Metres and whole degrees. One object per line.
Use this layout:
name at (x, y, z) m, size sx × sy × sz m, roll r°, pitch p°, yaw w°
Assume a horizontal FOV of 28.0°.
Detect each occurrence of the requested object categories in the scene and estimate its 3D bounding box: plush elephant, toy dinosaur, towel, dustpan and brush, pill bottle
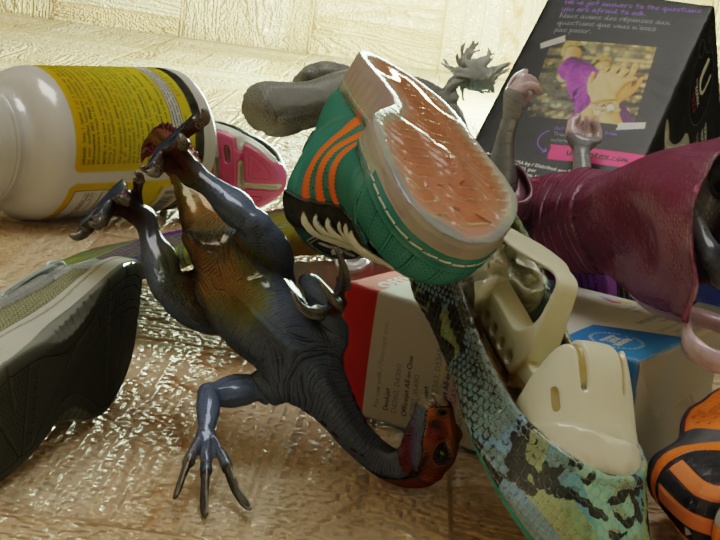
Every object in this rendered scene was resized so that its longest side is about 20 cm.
plush elephant at (0.015, -0.079, 1.087) m, size 0.200 × 0.155 × 0.165 m, roll -34°, pitch 76°, yaw -22°
toy dinosaur at (-0.029, 0.014, 0.636) m, size 0.181 × 0.105 × 0.200 m, roll 44°, pitch 24°, yaw -15°
towel at (-0.096, -0.011, 0.841) m, size 0.199 × 0.023 × 0.144 m, roll -12°, pitch 8°, yaw 12°
dustpan and brush at (0.000, 0.000, 0.842) m, size 0.139 × 0.057 × 0.200 m, roll -5°, pitch 13°, yaw 2°
pill bottle at (-0.214, -0.096, 1.069) m, size 0.112 × 0.113 × 0.200 m, roll 18°, pitch 16°, yaw 39°

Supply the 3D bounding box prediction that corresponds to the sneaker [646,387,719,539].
sneaker at (0.216, 0.083, 0.622) m, size 0.199 × 0.078 × 0.112 m, roll 3°, pitch 15°, yaw -19°

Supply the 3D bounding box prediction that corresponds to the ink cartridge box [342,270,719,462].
ink cartridge box at (0.067, 0.042, 0.735) m, size 0.199 × 0.067 × 0.116 m, roll 15°, pitch 15°, yaw 30°

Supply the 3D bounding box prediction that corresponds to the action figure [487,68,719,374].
action figure at (0.118, -0.020, 0.713) m, size 0.200 × 0.150 × 0.134 m, roll -7°, pitch -6°, yaw 39°

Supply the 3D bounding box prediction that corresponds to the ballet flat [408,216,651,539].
ballet flat at (0.073, 0.039, 0.594) m, size 0.074 × 0.074 × 0.200 m, roll 1°, pitch 40°, yaw -27°

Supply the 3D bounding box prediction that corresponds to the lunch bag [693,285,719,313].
lunch bag at (0.190, -0.036, 1.006) m, size 0.169 × 0.124 × 0.200 m, roll 12°, pitch 28°, yaw 12°

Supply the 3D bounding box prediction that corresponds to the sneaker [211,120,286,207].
sneaker at (-0.135, -0.097, 1.202) m, size 0.199 × 0.074 × 0.087 m, roll 10°, pitch 18°, yaw 31°

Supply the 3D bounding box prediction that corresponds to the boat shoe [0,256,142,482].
boat shoe at (-0.151, 0.036, 0.636) m, size 0.065 × 0.075 × 0.202 m, roll 14°, pitch 21°, yaw 11°

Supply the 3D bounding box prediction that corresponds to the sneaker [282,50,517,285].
sneaker at (0.011, -0.028, 0.614) m, size 0.071 × 0.080 × 0.200 m, roll 29°, pitch 17°, yaw -15°

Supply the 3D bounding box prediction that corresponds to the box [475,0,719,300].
box at (0.137, -0.057, 0.867) m, size 0.106 × 0.122 × 0.200 m, roll 14°, pitch 57°, yaw 26°
